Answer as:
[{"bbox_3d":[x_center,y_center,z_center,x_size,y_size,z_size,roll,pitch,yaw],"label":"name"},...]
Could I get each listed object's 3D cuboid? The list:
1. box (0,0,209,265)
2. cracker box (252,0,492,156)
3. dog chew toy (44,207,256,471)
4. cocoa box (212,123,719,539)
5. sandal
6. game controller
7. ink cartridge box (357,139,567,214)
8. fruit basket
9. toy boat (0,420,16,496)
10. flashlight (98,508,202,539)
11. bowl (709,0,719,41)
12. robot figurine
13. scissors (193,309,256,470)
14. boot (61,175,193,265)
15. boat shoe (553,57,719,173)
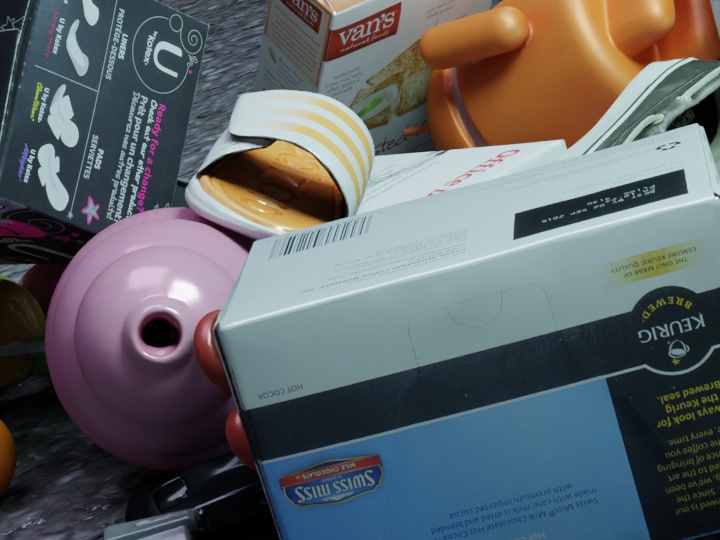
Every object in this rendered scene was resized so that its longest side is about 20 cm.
[{"bbox_3d":[-0.189,-0.076,1.458,0.114,0.133,0.199,21,-15,-41],"label":"box"},{"bbox_3d":[0.003,-0.110,1.677,0.134,0.201,0.058,-26,55,-33],"label":"cracker box"},{"bbox_3d":[-0.087,0.030,1.308,0.124,0.125,0.200,-17,-2,-1],"label":"dog chew toy"},{"bbox_3d":[0.060,0.041,1.131,0.199,0.132,0.133,-15,13,8],"label":"cocoa box"},{"bbox_3d":[-0.031,-0.061,1.372,0.079,0.060,0.207,20,18,1],"label":"sandal"},{"bbox_3d":[-0.008,0.082,1.274,0.199,0.042,0.104,-20,0,-13],"label":"game controller"},{"bbox_3d":[0.000,0.000,1.461,0.199,0.085,0.144,-3,20,44],"label":"ink cartridge box"},{"bbox_3d":[-0.190,0.034,1.604,0.199,0.094,0.185,-4,11,-14],"label":"fruit basket"},{"bbox_3d":[-0.229,0.075,1.403,0.130,0.131,0.200,24,38,-1],"label":"toy boat"},{"bbox_3d":[-0.155,0.143,1.135,0.199,0.068,0.068,-16,40,1],"label":"flashlight"},{"bbox_3d":[0.231,-0.168,1.571,0.074,0.201,0.200,-14,1,14],"label":"bowl"},{"bbox_3d":[0.115,-0.109,1.618,0.200,0.117,0.144,-36,-8,40],"label":"robot figurine"},{"bbox_3d":[-0.011,0.030,1.267,0.014,0.073,0.200,-31,-1,33],"label":"scissors"},{"bbox_3d":[-0.105,-0.023,1.586,0.199,0.066,0.165,19,5,-39],"label":"boot"},{"bbox_3d":[0.139,-0.041,1.406,0.063,0.071,0.200,-5,38,42],"label":"boat shoe"}]
